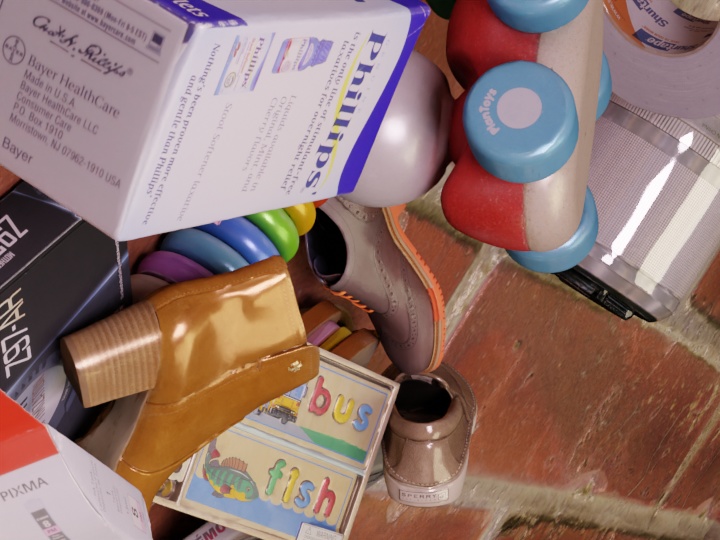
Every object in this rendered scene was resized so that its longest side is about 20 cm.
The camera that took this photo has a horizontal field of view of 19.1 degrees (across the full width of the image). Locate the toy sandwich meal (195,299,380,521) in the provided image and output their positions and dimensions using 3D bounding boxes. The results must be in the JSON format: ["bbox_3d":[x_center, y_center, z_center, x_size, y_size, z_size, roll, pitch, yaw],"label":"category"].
[{"bbox_3d":[-0.048,0.108,1.534,0.205,0.070,0.205,-45,156,-27],"label":"toy sandwich meal"}]

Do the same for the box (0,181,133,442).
[{"bbox_3d":[-0.195,0.050,1.179,0.160,0.043,0.200,-44,156,-29],"label":"box"}]

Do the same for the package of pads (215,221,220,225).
[{"bbox_3d":[-0.058,-0.134,1.168,0.200,0.076,0.121,-53,157,-8],"label":"package of pads"}]

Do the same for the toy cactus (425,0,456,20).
[{"bbox_3d":[0.047,-0.209,1.298,0.165,0.102,0.200,-29,153,-15],"label":"toy cactus"}]

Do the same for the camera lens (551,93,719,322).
[{"bbox_3d":[0.229,-0.070,1.748,0.200,0.160,0.160,-57,158,1],"label":"camera lens"}]

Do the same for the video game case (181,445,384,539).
[{"bbox_3d":[-0.073,0.187,1.560,0.182,0.023,0.200,-38,167,25],"label":"video game case"}]

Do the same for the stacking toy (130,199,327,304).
[{"bbox_3d":[-0.061,-0.030,1.310,0.200,0.085,0.085,-52,158,-22],"label":"stacking toy"}]

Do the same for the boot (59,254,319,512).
[{"bbox_3d":[-0.092,0.085,1.231,0.144,0.071,0.201,-17,137,-17],"label":"boot"}]

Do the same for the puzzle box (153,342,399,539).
[{"bbox_3d":[-0.066,0.104,1.394,0.200,0.025,0.133,25,80,-42],"label":"puzzle box"}]

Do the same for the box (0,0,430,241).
[{"bbox_3d":[-0.102,-0.110,0.964,0.200,0.184,0.105,-15,133,-60],"label":"box"}]

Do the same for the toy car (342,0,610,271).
[{"bbox_3d":[0.038,-0.103,1.260,0.184,0.200,0.177,62,34,-69],"label":"toy car"}]

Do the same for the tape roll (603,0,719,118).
[{"bbox_3d":[0.224,-0.209,1.489,0.066,0.200,0.201,-36,151,-41],"label":"tape roll"}]

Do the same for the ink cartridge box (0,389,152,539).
[{"bbox_3d":[-0.217,0.134,1.110,0.162,0.057,0.200,-21,156,9],"label":"ink cartridge box"}]

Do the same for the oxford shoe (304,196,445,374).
[{"bbox_3d":[0.000,0.000,1.441,0.073,0.071,0.200,-40,126,-27],"label":"oxford shoe"}]

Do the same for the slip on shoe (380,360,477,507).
[{"bbox_3d":[0.044,0.096,1.518,0.200,0.076,0.061,-78,167,-67],"label":"slip on shoe"}]
